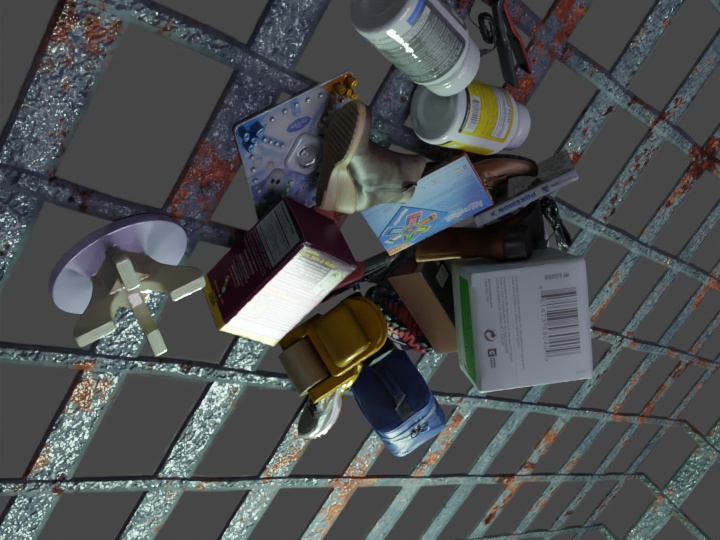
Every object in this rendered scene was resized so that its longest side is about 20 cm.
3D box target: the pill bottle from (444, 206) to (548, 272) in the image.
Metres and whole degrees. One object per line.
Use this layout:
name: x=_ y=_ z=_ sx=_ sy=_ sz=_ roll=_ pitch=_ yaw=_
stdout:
pill bottle: x=0.243 y=-0.039 z=1.585 sx=0.197 sy=0.120 sz=0.121 roll=-18 pitch=135 yaw=-28

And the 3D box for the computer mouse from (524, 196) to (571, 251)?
computer mouse: x=0.309 y=-0.038 z=1.528 sx=0.200 sy=0.046 sz=0.142 roll=-42 pitch=122 yaw=-18

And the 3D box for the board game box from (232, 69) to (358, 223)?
board game box: x=-0.078 y=-0.169 z=1.257 sx=0.198 sy=0.026 sz=0.202 roll=-30 pitch=139 yaw=-18

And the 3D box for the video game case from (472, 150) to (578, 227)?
video game case: x=0.279 y=-0.143 z=1.448 sx=0.180 sy=0.200 sz=0.022 roll=-26 pitch=100 yaw=16

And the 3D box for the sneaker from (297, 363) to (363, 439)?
sneaker: x=-0.074 y=0.221 z=1.583 sx=0.081 sy=0.078 sz=0.203 roll=14 pitch=105 yaw=-43

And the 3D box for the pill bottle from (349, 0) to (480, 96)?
pill bottle: x=0.082 y=-0.332 z=1.183 sx=0.114 sy=0.114 sz=0.199 roll=-51 pitch=141 yaw=9

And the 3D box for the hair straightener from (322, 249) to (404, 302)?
hair straightener: x=0.000 y=0.000 z=1.470 sx=0.198 sy=0.041 sz=0.077 roll=-31 pitch=166 yaw=-26

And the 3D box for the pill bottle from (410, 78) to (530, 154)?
pill bottle: x=0.182 y=-0.245 z=1.351 sx=0.198 sy=0.111 sz=0.113 roll=4 pitch=122 yaw=-43

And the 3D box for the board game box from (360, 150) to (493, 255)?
board game box: x=0.107 y=-0.107 z=1.383 sx=0.198 sy=0.020 sz=0.104 roll=-26 pitch=117 yaw=21

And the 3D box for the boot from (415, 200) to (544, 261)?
boot: x=0.210 y=-0.061 z=1.458 sx=0.189 sy=0.197 sz=0.069 roll=-54 pitch=133 yaw=-50

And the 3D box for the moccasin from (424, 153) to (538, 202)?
moccasin: x=0.197 y=-0.151 z=1.411 sx=0.197 sy=0.074 sz=0.079 roll=-8 pitch=95 yaw=-3

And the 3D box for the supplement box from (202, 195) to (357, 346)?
supplement box: x=-0.125 y=0.005 z=1.280 sx=0.200 sy=0.104 sz=0.130 roll=-42 pitch=143 yaw=19

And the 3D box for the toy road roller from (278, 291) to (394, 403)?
toy road roller: x=-0.047 y=0.124 z=1.418 sx=0.198 sy=0.124 sz=0.146 roll=-34 pitch=169 yaw=4

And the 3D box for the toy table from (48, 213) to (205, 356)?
toy table: x=-0.311 y=0.017 z=1.145 sx=0.199 sy=0.117 sz=0.185 roll=-35 pitch=141 yaw=-9

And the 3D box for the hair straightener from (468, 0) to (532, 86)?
hair straightener: x=0.216 y=-0.364 z=1.331 sx=0.077 sy=0.041 sz=0.201 roll=-40 pitch=142 yaw=-6

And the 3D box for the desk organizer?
desk organizer: x=0.135 y=0.057 z=1.529 sx=0.201 sy=0.076 sz=0.072 roll=56 pitch=44 yaw=-28

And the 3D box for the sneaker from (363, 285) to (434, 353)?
sneaker: x=0.056 y=0.094 z=1.561 sx=0.200 sy=0.097 sz=0.072 roll=40 pitch=55 yaw=-41

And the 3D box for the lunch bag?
lunch bag: x=0.066 y=0.246 z=1.620 sx=0.135 sy=0.201 sz=0.133 roll=-34 pitch=139 yaw=-2

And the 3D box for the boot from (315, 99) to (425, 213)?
boot: x=0.026 y=-0.171 z=1.263 sx=0.164 sy=0.073 sz=0.202 roll=-8 pitch=141 yaw=-29

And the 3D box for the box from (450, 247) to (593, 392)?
box: x=0.267 y=0.078 z=1.424 sx=0.196 sy=0.171 sz=0.203 roll=-7 pitch=97 yaw=-3
